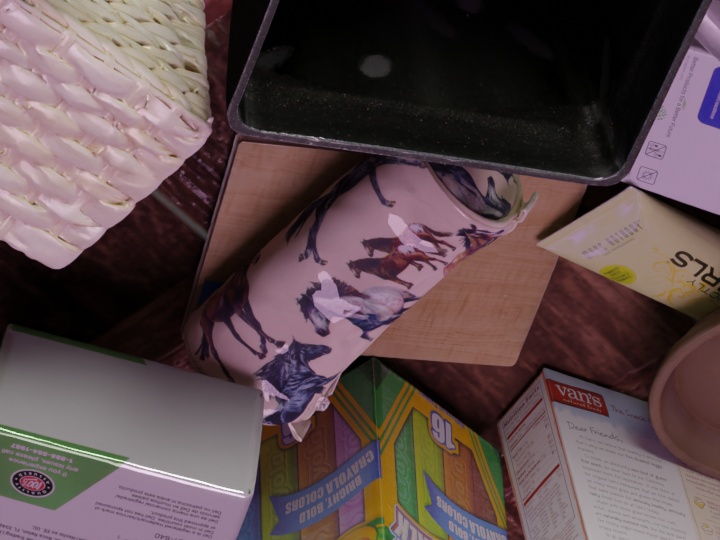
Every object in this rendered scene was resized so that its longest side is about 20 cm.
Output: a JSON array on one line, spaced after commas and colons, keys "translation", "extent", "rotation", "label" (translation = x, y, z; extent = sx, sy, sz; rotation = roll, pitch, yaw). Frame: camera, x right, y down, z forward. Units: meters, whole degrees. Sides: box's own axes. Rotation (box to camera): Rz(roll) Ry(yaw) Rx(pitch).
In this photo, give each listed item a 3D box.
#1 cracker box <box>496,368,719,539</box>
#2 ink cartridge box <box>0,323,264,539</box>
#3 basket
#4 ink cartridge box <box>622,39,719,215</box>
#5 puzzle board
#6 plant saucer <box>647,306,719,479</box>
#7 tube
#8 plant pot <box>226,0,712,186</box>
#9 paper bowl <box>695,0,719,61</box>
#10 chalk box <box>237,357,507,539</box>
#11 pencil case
[{"translation": [0.163, 0.160, 1.699], "extent": [0.133, 0.201, 0.058], "rotation": [19, 128, -27], "label": "cracker box"}, {"translation": [-0.149, 0.141, 1.590], "extent": [0.144, 0.084, 0.200], "rotation": [15, 130, -9], "label": "ink cartridge box"}, {"translation": [-0.181, -0.110, 1.420], "extent": [0.135, 0.124, 0.200], "rotation": [-40, 128, 23], "label": "basket"}, {"translation": [0.232, -0.065, 1.559], "extent": [0.199, 0.039, 0.100], "rotation": [21, 130, 4], "label": "ink cartridge box"}, {"translation": [0.011, -0.011, 1.632], "extent": [0.199, 0.017, 0.151], "rotation": [5, 133, -16], "label": "puzzle board"}, {"translation": [0.261, 0.063, 1.676], "extent": [0.199, 0.030, 0.200], "rotation": [0, 145, 0], "label": "plant saucer"}, {"translation": [0.196, 0.005, 1.657], "extent": [0.199, 0.052, 0.058], "rotation": [25, 100, -33], "label": "tube"}, {"translation": [0.046, -0.181, 1.364], "extent": [0.199, 0.178, 0.200], "rotation": [7, 131, -19], "label": "plant pot"}, {"translation": [0.235, -0.174, 1.406], "extent": [0.200, 0.104, 0.202], "rotation": [3, 111, 8], "label": "paper bowl"}, {"translation": [0.004, 0.177, 1.672], "extent": [0.124, 0.201, 0.124], "rotation": [-30, 133, 26], "label": "chalk box"}, {"translation": [0.000, 0.000, 1.572], "extent": [0.089, 0.078, 0.200], "rotation": [39, 118, -17], "label": "pencil case"}]
